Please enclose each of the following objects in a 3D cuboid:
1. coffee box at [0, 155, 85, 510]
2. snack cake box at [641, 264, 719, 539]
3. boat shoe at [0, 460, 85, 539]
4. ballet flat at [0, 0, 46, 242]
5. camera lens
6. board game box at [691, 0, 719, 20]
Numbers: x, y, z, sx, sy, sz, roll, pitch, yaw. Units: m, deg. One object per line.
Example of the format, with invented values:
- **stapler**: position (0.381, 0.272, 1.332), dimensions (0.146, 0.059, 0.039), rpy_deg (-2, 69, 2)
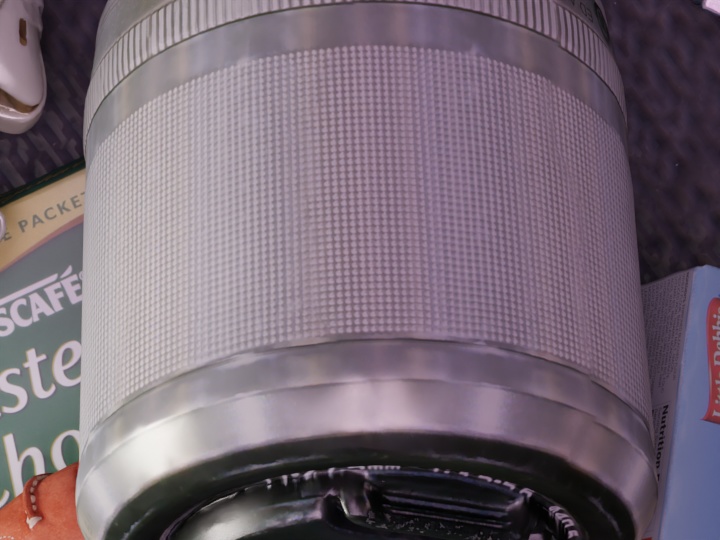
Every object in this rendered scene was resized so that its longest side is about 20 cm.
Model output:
- **coffee box**: position (-0.083, 0.070, 0.926), dimensions (0.123, 0.044, 0.201), rpy_deg (-23, 97, 4)
- **snack cake box**: position (0.088, 0.109, 0.855), dimensions (0.067, 0.115, 0.201), rpy_deg (15, 75, -22)
- **boat shoe**: position (-0.042, 0.143, 0.879), dimensions (0.062, 0.071, 0.200), rpy_deg (-34, 100, 14)
- **ballet flat**: position (-0.130, -0.040, 0.884), dimensions (0.062, 0.067, 0.201), rpy_deg (24, 76, -6)
- **camera lens**: position (0.000, 0.000, 0.821), dimensions (0.159, 0.160, 0.201), rpy_deg (-2, 61, 1)
- **board game box**: position (0.236, -0.127, 0.898), dimensions (0.198, 0.043, 0.201), rpy_deg (27, 97, -3)
